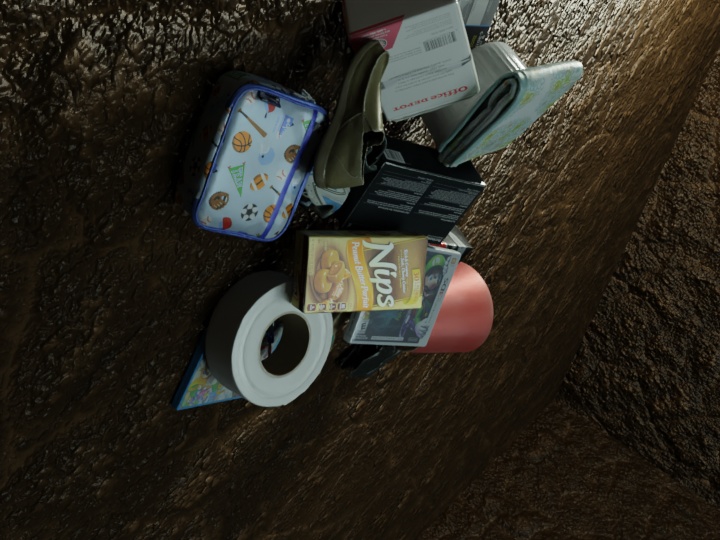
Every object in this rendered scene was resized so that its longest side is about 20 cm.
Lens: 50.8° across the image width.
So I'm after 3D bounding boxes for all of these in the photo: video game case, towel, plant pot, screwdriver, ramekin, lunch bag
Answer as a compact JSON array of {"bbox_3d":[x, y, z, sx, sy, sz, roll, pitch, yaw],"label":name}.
[{"bbox_3d":[0.074,0.041,1.275,0.200,0.023,0.182,8,106,-46],"label":"video game case"},{"bbox_3d":[0.221,-0.239,1.142,0.171,0.048,0.200,-26,169,-41],"label":"towel"},{"bbox_3d":[-0.207,0.152,1.234,0.200,0.018,0.143,2,118,-60],"label":"video game case"},{"bbox_3d":[0.147,0.086,1.578,0.177,0.200,0.201,-7,127,-44],"label":"plant pot"},{"bbox_3d":[-0.146,0.133,1.244,0.029,0.028,0.201,-12,113,-28],"label":"screwdriver"},{"bbox_3d":[0.190,-0.282,1.246,0.200,0.098,0.200,-31,170,-6],"label":"ramekin"},{"bbox_3d":[-0.126,-0.139,0.932,0.160,0.076,0.200,13,110,-42],"label":"lunch bag"}]

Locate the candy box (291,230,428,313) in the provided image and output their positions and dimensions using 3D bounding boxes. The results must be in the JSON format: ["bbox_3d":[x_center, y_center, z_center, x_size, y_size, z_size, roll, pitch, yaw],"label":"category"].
[{"bbox_3d":[0.000,0.000,1.142,0.199,0.055,0.116,-1,103,-25],"label":"candy box"}]

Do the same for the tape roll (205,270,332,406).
[{"bbox_3d":[-0.137,0.106,1.170,0.202,0.071,0.203,-19,117,-43],"label":"tape roll"}]

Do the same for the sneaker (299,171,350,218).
[{"bbox_3d":[-0.074,-0.130,1.078,0.073,0.072,0.200,-60,153,-5],"label":"sneaker"}]

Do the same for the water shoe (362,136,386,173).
[{"bbox_3d":[0.001,-0.173,1.060,0.200,0.079,0.072,-74,154,-59],"label":"water shoe"}]

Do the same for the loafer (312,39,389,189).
[{"bbox_3d":[0.002,-0.189,0.945,0.076,0.067,0.201,58,51,-81],"label":"loafer"}]

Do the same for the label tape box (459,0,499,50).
[{"bbox_3d":[0.171,-0.414,1.176,0.200,0.063,0.145,-21,138,-49],"label":"label tape box"}]

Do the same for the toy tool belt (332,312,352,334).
[{"bbox_3d":[-0.006,0.041,1.313,0.200,0.125,0.123,-6,105,-64],"label":"toy tool belt"}]

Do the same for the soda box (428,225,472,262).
[{"bbox_3d":[0.104,-0.049,1.333,0.200,0.071,0.063,4,135,-45],"label":"soda box"}]

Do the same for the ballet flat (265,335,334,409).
[{"bbox_3d":[-0.119,0.170,1.353,0.200,0.070,0.065,-45,177,-36],"label":"ballet flat"}]

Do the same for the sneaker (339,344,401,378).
[{"bbox_3d":[0.038,0.162,1.607,0.200,0.060,0.104,-42,155,-20],"label":"sneaker"}]

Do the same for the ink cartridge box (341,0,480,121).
[{"bbox_3d":[0.074,-0.306,1.039,0.145,0.085,0.200,-15,153,12],"label":"ink cartridge box"}]

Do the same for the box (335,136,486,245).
[{"bbox_3d":[0.074,-0.125,1.201,0.200,0.079,0.141,8,132,-33],"label":"box"}]
